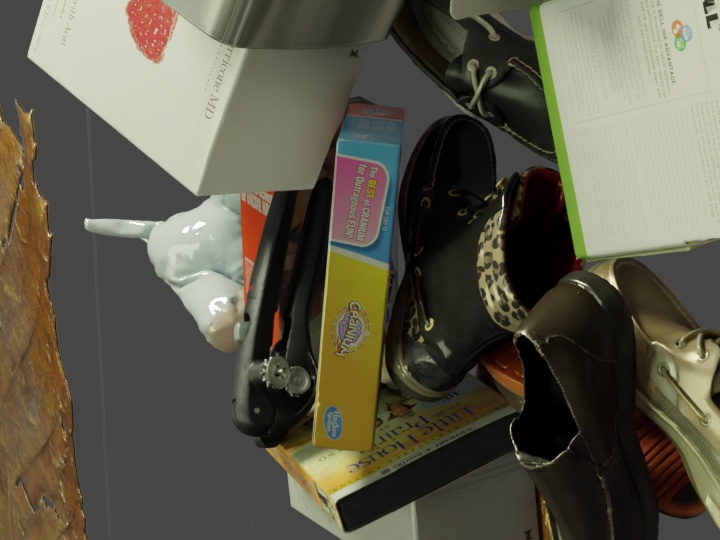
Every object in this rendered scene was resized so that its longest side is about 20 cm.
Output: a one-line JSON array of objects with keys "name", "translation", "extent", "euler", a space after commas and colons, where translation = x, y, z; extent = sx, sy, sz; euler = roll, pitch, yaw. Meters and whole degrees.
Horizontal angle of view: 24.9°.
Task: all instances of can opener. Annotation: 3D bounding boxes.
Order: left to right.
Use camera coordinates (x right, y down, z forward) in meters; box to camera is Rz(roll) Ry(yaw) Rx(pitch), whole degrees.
[{"name": "can opener", "translation": [-0.057, 0.023, 1.143], "extent": [0.078, 0.063, 0.202], "euler": [-15, 64, 58]}]

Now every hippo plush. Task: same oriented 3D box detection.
[{"name": "hippo plush", "translation": [-0.086, -0.039, 1.359], "extent": [0.200, 0.159, 0.161], "euler": [41, 108, 27]}]

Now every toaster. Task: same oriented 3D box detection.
[{"name": "toaster", "translation": [-0.055, -0.228, 1.012], "extent": [0.200, 0.180, 0.119], "euler": [38, 120, 26]}]

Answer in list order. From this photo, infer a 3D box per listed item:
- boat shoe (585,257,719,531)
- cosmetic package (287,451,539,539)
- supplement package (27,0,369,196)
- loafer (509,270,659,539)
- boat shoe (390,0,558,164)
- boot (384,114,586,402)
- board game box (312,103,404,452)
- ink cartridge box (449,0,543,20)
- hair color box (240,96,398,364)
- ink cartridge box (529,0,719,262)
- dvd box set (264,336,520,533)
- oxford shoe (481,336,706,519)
[{"name": "boat shoe", "translation": [0.195, 0.064, 0.909], "extent": [0.065, 0.072, 0.201], "euler": [-56, 52, 40]}, {"name": "cosmetic package", "translation": [0.033, 0.156, 1.212], "extent": [0.200, 0.107, 0.085], "euler": [17, 116, 58]}, {"name": "supplement package", "translation": [-0.114, -0.153, 1.123], "extent": [0.200, 0.119, 0.122], "euler": [38, 118, 32]}, {"name": "loafer", "translation": [0.115, 0.101, 0.917], "extent": [0.073, 0.071, 0.201], "euler": [20, 124, 56]}, {"name": "boat shoe", "translation": [0.079, -0.132, 1.046], "extent": [0.200, 0.060, 0.074], "euler": [55, 144, 36]}, {"name": "boot", "translation": [0.081, -0.028, 1.025], "extent": [0.150, 0.073, 0.201], "euler": [-35, 37, 58]}, {"name": "board game box", "translation": [0.000, 0.000, 1.085], "extent": [0.153, 0.040, 0.202], "euler": [-80, -5, -75]}, {"name": "ink cartridge box", "translation": [0.119, -0.221, 0.870], "extent": [0.068, 0.114, 0.201], "euler": [46, 141, 45]}, {"name": "hair color box", "translation": [-0.030, -0.022, 1.249], "extent": [0.064, 0.110, 0.201], "euler": [32, 130, 53]}, {"name": "ink cartridge box", "translation": [0.184, -0.089, 0.850], "extent": [0.200, 0.075, 0.149], "euler": [-7, 95, 62]}, {"name": "dvd box set", "translation": [0.012, 0.108, 1.159], "extent": [0.200, 0.146, 0.030], "euler": [34, 146, 64]}, {"name": "oxford shoe", "translation": [0.155, 0.097, 1.019], "extent": [0.200, 0.071, 0.073], "euler": [43, 164, 45]}]
